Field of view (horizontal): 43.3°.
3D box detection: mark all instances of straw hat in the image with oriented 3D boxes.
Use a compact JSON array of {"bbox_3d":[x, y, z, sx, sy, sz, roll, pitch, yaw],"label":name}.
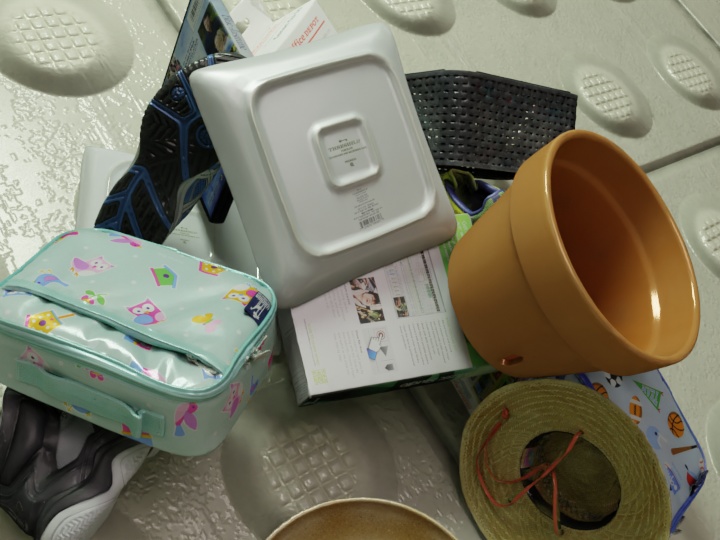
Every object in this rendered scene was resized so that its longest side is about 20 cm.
[{"bbox_3d":[0.190,0.176,0.790,0.085,0.201,0.202,-9,61,-48],"label":"straw hat"}]

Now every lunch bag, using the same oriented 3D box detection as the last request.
[{"bbox_3d":[0.252,0.166,0.889,0.160,0.075,0.201,-28,87,-43],"label":"lunch bag"},{"bbox_3d":[-0.164,0.047,0.669,0.198,0.078,0.161,18,29,9],"label":"lunch bag"}]

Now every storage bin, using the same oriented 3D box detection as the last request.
[{"bbox_3d":[0.123,-0.149,0.963,0.199,0.135,0.095,0,95,-40],"label":"storage bin"}]

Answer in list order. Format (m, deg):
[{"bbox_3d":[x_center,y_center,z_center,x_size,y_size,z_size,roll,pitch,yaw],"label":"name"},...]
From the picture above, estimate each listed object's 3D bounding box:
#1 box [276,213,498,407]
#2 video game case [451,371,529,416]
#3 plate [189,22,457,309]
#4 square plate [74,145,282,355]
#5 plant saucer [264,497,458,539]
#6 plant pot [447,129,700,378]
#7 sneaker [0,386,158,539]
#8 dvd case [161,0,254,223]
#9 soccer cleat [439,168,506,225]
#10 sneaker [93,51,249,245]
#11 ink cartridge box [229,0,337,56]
[{"bbox_3d":[0.025,0.029,0.782,0.198,0.036,0.146,-6,71,-25],"label":"box"},{"bbox_3d":[0.155,0.075,0.908,0.200,0.023,0.183,-44,110,-43],"label":"video game case"},{"bbox_3d":[-0.017,-0.094,0.747,0.198,0.032,0.202,-22,95,-31],"label":"plate"},{"bbox_3d":[-0.164,-0.026,0.846,0.198,0.028,0.200,11,52,-22],"label":"square plate"},{"bbox_3d":[0.003,0.270,0.684,0.198,0.036,0.201,3,47,-3],"label":"plant saucer"},{"bbox_3d":[0.169,0.005,0.762,0.199,0.140,0.202,23,53,-33],"label":"plant pot"},{"bbox_3d":[-0.207,0.110,0.689,0.113,0.076,0.201,34,46,0],"label":"sneaker"},{"bbox_3d":[-0.141,-0.162,0.853,0.017,0.143,0.201,2,42,-34],"label":"dvd case"},{"bbox_3d":[0.100,-0.077,0.929,0.064,0.084,0.200,-34,31,-12],"label":"soccer cleat"},{"bbox_3d":[-0.155,-0.098,0.764,0.075,0.201,0.077,37,8,-9],"label":"sneaker"},{"bbox_3d":[-0.058,-0.195,0.948,0.200,0.067,0.117,52,42,-26],"label":"ink cartridge box"}]
